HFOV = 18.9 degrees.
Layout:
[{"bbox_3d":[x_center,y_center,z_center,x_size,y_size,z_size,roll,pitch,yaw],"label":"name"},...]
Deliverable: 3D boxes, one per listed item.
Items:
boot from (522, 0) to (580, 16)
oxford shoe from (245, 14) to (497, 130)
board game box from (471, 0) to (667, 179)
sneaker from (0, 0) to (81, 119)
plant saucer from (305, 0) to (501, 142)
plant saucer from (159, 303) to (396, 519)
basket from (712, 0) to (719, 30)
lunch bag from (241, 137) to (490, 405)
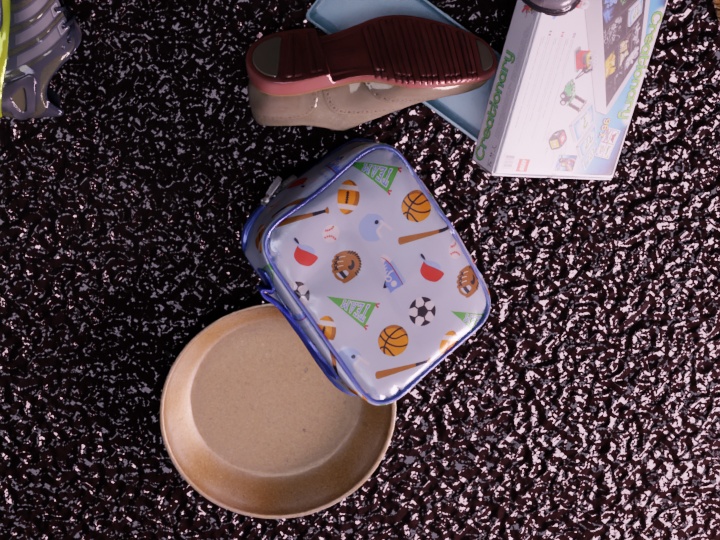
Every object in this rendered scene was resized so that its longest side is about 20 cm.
[{"bbox_3d":[0.152,-0.295,1.558,0.069,0.132,0.201,11,82,6],"label":"boot"},{"bbox_3d":[0.007,-0.151,1.697,0.198,0.071,0.075,-2,141,-7],"label":"oxford shoe"},{"bbox_3d":[0.171,-0.170,1.699,0.126,0.035,0.201,1,115,-34],"label":"board game box"},{"bbox_3d":[-0.252,-0.206,1.663,0.080,0.074,0.201,7,119,-15],"label":"sneaker"},{"bbox_3d":[0.054,-0.174,1.724,0.199,0.019,0.070,34,105,-18],"label":"plant saucer"},{"bbox_3d":[-0.070,0.113,1.823,0.199,0.035,0.202,-2,113,-4],"label":"plant saucer"},{"bbox_3d":[0.357,-0.288,1.678,0.142,0.149,0.201,-31,116,-28],"label":"basket"},{"bbox_3d":[0.000,0.000,1.740,0.160,0.076,0.201,-39,109,-11],"label":"lunch bag"}]
